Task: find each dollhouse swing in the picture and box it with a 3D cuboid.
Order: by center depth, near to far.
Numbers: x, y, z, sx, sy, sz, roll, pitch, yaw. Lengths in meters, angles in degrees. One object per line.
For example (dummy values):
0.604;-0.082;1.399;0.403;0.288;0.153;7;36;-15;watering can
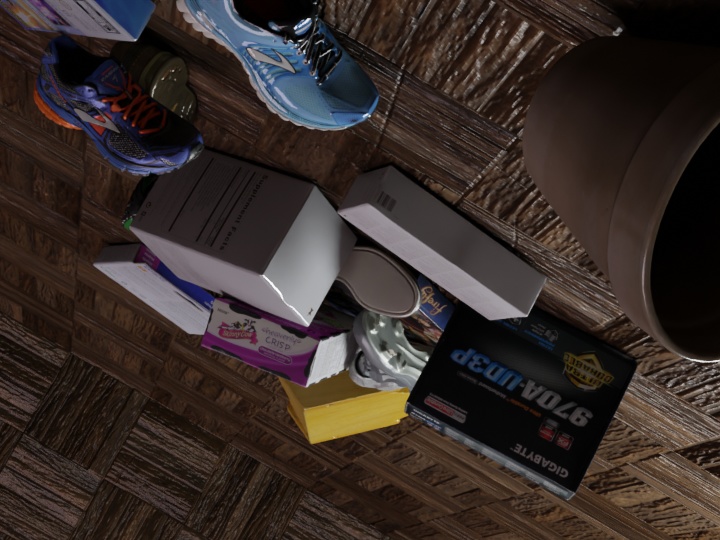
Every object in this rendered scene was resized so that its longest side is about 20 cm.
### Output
-0.042;0.115;2.243;0.180;0.177;0.200;-13;161;-3;dollhouse swing

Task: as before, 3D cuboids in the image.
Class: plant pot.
0.201;-0.067;1.104;0.173;0.200;0.200;36;174;46;plant pot

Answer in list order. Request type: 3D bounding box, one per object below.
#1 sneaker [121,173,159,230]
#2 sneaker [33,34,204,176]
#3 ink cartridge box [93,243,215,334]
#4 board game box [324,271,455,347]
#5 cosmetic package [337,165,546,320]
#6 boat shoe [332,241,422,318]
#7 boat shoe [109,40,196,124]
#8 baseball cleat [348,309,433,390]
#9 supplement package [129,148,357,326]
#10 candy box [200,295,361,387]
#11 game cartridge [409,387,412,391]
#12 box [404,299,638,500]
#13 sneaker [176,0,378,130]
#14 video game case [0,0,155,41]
-0.209;-0.066;1.972;0.085;0.079;0.200;29;-174;19;sneaker
-0.233;-0.156;1.603;0.199;0.075;0.079;28;141;19;sneaker
-0.275;0.029;2.506;0.196;0.044;0.199;38;160;-25;ink cartridge box
0.031;0.037;1.988;0.199;0.035;0.135;12;157;47;board game box
0.080;-0.026;1.669;0.199;0.051;0.082;35;162;-18;cosmetic package
0.000;0.000;1.894;0.199;0.067;0.057;24;-170;35;boat shoe
-0.213;-0.170;1.716;0.067;0.072;0.200;31;159;12;boat shoe
0.020;0.102;1.949;0.106;0.070;0.200;-12;152;25;baseball cleat
-0.127;-0.041;1.862;0.199;0.120;0.121;20;161;34;supplement package
-0.083;0.073;1.966;0.135;0.062;0.200;21;-171;13;candy box
0.038;0.130;2.273;0.199;0.042;0.133;34;160;-17;game cartridge
0.167;0.122;1.777;0.199;0.160;0.046;28;164;7;box
-0.059;-0.184;1.372;0.200;0.079;0.090;37;160;-26;sneaker
-0.310;-0.290;1.542;0.180;0.046;0.200;13;158;44;video game case
